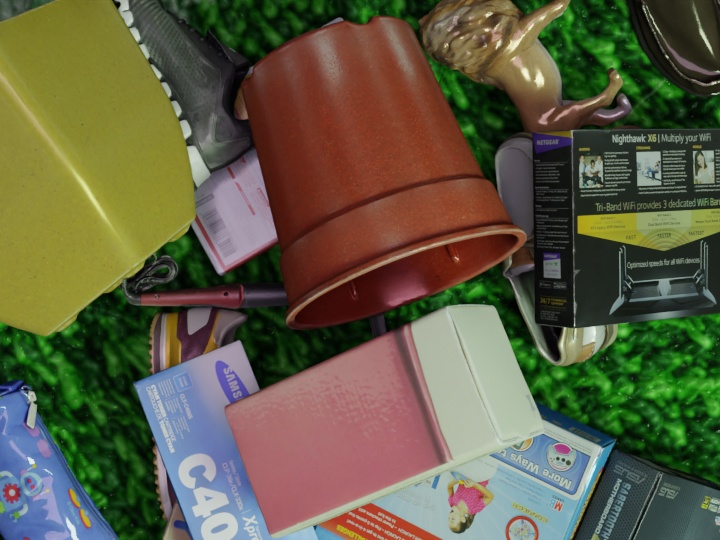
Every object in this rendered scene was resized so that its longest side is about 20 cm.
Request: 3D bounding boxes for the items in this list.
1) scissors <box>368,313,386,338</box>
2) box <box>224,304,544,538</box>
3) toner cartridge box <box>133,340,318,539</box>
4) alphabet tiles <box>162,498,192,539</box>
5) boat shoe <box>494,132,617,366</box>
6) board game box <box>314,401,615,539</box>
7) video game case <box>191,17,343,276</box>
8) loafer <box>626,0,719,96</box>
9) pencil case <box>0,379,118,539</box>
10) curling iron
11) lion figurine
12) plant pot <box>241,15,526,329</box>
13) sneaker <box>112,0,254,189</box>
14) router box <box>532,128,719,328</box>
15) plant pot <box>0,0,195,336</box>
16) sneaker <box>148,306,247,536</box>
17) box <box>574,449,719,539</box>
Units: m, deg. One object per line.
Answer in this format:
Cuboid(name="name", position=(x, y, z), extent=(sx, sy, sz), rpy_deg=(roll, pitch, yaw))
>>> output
Cuboid(name="scissors", position=(0.000, 0.000, 1.273), extent=(0.073, 0.014, 0.202), rpy_deg=(3, 85, 1))
Cuboid(name="box", position=(0.019, 0.113, 1.131), extent=(0.199, 0.128, 0.110), rpy_deg=(-25, 80, 19))
Cuboid(name="toner cartridge box", position=(-0.105, 0.167, 1.198), extent=(0.094, 0.043, 0.201), rpy_deg=(-22, 86, -11))
Cuboid(name="alphabet tiles", position=(-0.073, 0.236, 1.261), extent=(0.199, 0.006, 0.168), rpy_deg=(20, 90, -25))
Cuboid(name="boat shoe", position=(0.157, -0.017, 1.256), extent=(0.068, 0.075, 0.201), rpy_deg=(-25, 94, -42))
Cuboid(name="board game box", position=(0.078, 0.188, 1.206), extent=(0.199, 0.056, 0.197), rpy_deg=(24, 99, 20))
Cuboid(name="video game case", position=(-0.068, -0.106, 1.269), extent=(0.199, 0.017, 0.144), rpy_deg=(-29, 86, -1))
Cuboid(name="loafer", position=(0.262, -0.238, 1.264), extent=(0.073, 0.071, 0.201), rpy_deg=(-31, 93, -1))
Cuboid(name="pencil case", position=(-0.272, 0.184, 1.247), extent=(0.086, 0.078, 0.201), rpy_deg=(-27, 95, 21))
Cuboid(name="curling iron", position=(-0.106, 0.012, 1.243), extent=(0.198, 0.026, 0.050), rpy_deg=(6, 109, 0))
Cuboid(name="lion figurine", position=(0.147, -0.162, 1.263), extent=(0.122, 0.072, 0.201), rpy_deg=(-35, 98, 6))
Cuboid(name="plant pot", position=(0.003, -0.080, 1.171), extent=(0.199, 0.201, 0.196), rpy_deg=(-20, 78, -2))
Cuboid(name="sneaker", position=(-0.142, -0.174, 1.239), extent=(0.090, 0.066, 0.201), rpy_deg=(-23, 82, -2))
Cuboid(name="router box", position=(0.234, -0.039, 1.235), extent=(0.199, 0.052, 0.159), rpy_deg=(-3, 94, -33))
Cuboid(name="plant pot", position=(-0.245, -0.070, 1.153), extent=(0.195, 0.194, 0.200), rpy_deg=(-34, 97, 28))
Cuboid(name="sneaker", position=(-0.127, 0.132, 1.256), extent=(0.089, 0.075, 0.202), rpy_deg=(-5, 93, 3))
Cuboid(name="box", position=(0.242, 0.243, 1.232), extent=(0.051, 0.200, 0.159), rpy_deg=(25, 91, 40))
